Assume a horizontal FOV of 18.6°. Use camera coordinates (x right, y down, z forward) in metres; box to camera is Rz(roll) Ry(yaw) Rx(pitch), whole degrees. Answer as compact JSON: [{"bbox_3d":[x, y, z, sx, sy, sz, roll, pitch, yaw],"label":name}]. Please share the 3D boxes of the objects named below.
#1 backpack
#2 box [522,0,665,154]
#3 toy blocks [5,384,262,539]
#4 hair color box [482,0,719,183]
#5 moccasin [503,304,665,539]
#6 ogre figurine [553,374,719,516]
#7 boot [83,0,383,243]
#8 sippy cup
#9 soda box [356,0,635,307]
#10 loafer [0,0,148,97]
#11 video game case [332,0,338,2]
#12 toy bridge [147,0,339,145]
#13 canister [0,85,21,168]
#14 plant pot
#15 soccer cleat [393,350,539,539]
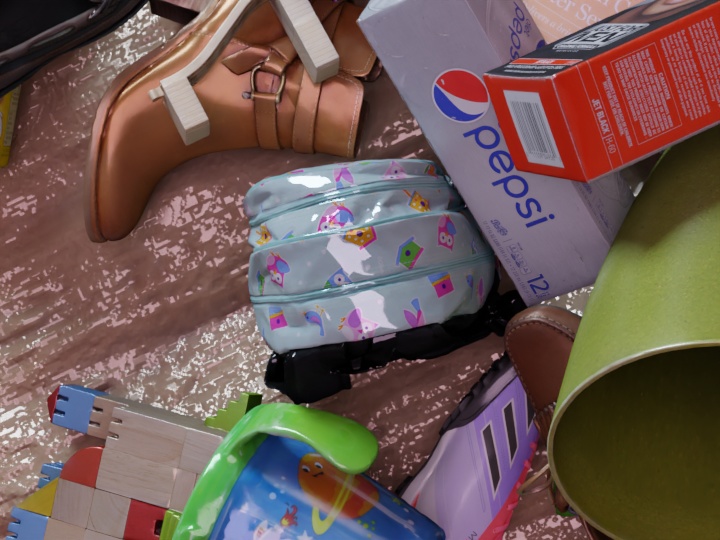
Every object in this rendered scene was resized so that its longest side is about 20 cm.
[{"bbox_3d":[0.000,0.000,1.261,0.166,0.200,0.128,-18,88,7],"label":"backpack"},{"bbox_3d":[0.186,-0.182,1.284,0.152,0.106,0.201,31,94,6],"label":"box"},{"bbox_3d":[-0.151,0.158,1.343,0.136,0.100,0.202,13,92,18],"label":"toy blocks"},{"bbox_3d":[0.176,-0.114,1.155,0.199,0.101,0.062,-24,103,-15],"label":"hair color box"},{"bbox_3d":[0.136,0.114,1.234,0.073,0.078,0.203,-16,101,42],"label":"moccasin"},{"bbox_3d":[0.191,0.061,1.296,0.119,0.098,0.201,19,77,24],"label":"ogre figurine"},{"bbox_3d":[-0.075,-0.092,1.338,0.154,0.077,0.202,20,83,6],"label":"boot"},{"bbox_3d":[-0.027,0.164,1.257,0.130,0.178,0.140,25,77,14],"label":"sippy cup"},{"bbox_3d":[0.082,-0.083,1.230,0.068,0.064,0.201,-20,113,31],"label":"soda box"},{"bbox_3d":[-0.176,-0.163,1.281,0.200,0.063,0.072,-41,91,-11],"label":"loafer"},{"bbox_3d":[-0.030,-0.287,1.308,0.181,0.036,0.201,36,71,4],"label":"video game case"},{"bbox_3d":[-0.035,-0.144,1.294,0.199,0.027,0.068,-26,76,-12],"label":"toy bridge"},{"bbox_3d":[-0.268,-0.173,1.349,0.147,0.087,0.202,11,93,5],"label":"canister"},{"bbox_3d":[0.200,0.023,1.168,0.185,0.188,0.201,5,48,7],"label":"plant pot"},{"bbox_3d":[0.072,0.123,1.321,0.073,0.068,0.201,37,99,5],"label":"soccer cleat"}]
